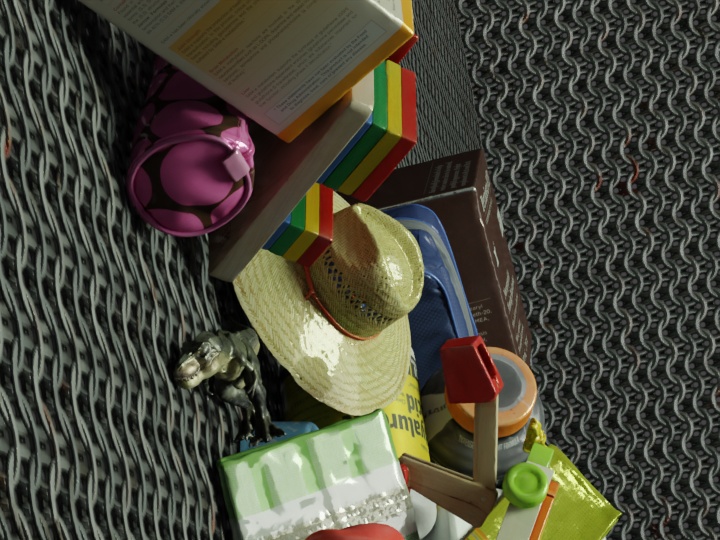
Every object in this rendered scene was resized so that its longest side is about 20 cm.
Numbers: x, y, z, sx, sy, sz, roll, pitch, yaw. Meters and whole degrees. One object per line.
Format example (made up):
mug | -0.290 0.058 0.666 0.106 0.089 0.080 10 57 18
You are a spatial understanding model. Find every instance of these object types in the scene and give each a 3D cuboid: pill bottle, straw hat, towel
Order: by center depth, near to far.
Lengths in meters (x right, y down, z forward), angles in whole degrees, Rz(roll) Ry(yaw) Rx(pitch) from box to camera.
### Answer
towel | -0.020 0.211 1.567 0.031 0.149 0.201 -11 -87 55
straw hat | 0.000 0.000 1.686 0.201 0.085 0.202 27 50 -36
pill bottle | 0.000 0.157 1.748 0.111 0.111 0.201 58 22 -63
towel | 0.132 0.217 1.753 0.086 0.018 0.200 49 44 -1
pill bottle | 0.090 0.140 1.837 0.200 0.106 0.107 105 -19 -58

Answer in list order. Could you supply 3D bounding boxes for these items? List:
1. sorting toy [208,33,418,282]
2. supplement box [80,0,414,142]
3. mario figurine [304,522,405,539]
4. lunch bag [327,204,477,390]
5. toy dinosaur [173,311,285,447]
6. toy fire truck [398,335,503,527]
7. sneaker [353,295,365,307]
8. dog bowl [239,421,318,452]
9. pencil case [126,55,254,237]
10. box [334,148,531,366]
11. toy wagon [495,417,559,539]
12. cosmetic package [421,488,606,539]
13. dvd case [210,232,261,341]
sorting toy | -0.029 -0.115 1.600 0.069 0.200 0.199 21 44 -22
supplement box | -0.079 -0.188 1.433 0.200 0.126 0.074 34 33 -30
mario figurine | 0.000 0.257 1.484 0.106 0.123 0.200 91 12 -46
lunch bag | 0.024 0.040 1.959 0.132 0.135 0.201 -89 164 -60
toy dinosaur | -0.084 0.077 1.564 0.200 0.047 0.088 -37 108 -83
toy fire truck | 0.047 0.158 1.628 0.049 0.140 0.201 -37 114 -79
sneaker | -0.006 0.107 1.870 0.075 0.078 0.201 -81 157 -63
dog bowl | -0.041 0.203 1.634 0.111 0.049 0.201 34 45 -77
pencil case | -0.104 -0.105 1.528 0.200 0.093 0.091 -87 162 -56
box | 0.058 0.014 2.109 0.166 0.164 0.201 -69 146 -73
toy wagon | 0.109 0.198 1.624 0.155 0.039 0.200 99 14 -57
cosmetic package | 0.099 0.298 1.803 0.165 0.165 0.201 13 55 -30
dvd case | -0.091 -0.044 1.759 0.200 0.016 0.149 -75 151 -70
